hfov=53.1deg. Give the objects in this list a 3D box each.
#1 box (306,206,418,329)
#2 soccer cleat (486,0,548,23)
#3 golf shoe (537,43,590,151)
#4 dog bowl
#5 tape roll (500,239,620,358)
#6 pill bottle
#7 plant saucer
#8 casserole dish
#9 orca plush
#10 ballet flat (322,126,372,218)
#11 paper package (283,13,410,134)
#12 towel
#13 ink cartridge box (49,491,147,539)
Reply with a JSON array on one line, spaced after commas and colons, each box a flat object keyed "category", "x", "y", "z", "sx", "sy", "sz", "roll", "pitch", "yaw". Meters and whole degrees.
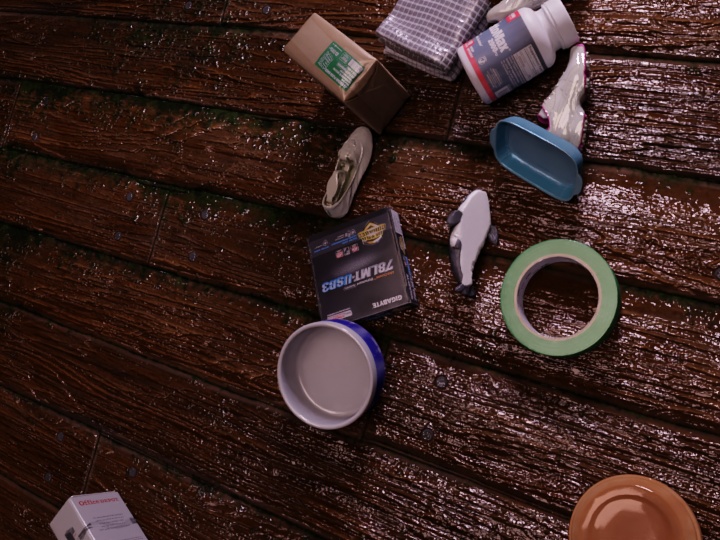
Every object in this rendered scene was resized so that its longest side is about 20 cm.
[{"category": "box", "x": 0.000, "y": 0.000, "z": 1.431, "sx": 0.198, "sy": 0.050, "sz": 0.200, "roll": -18, "pitch": 71, "yaw": 23}, {"category": "soccer cleat", "x": 0.327, "y": -0.527, "z": 1.356, "sx": 0.198, "sy": 0.069, "sz": 0.078, "roll": -20, "pitch": 99, "yaw": 16}, {"category": "golf shoe", "x": 0.365, "y": -0.309, "z": 1.290, "sx": 0.091, "sy": 0.075, "sz": 0.202, "roll": 4, "pitch": 80, "yaw": 21}, {"category": "dog bowl", "x": -0.055, "y": 0.195, "z": 1.375, "sx": 0.198, "sy": 0.079, "sz": 0.202, "roll": 1, "pitch": 93, "yaw": 21}, {"category": "tape roll", "x": 0.344, "y": 0.049, "z": 1.246, "sx": 0.199, "sy": 0.048, "sz": 0.203, "roll": -6, "pitch": 77, "yaw": 25}, {"category": "pill bottle", "x": 0.291, "y": -0.409, "z": 1.326, "sx": 0.199, "sy": 0.119, "sz": 0.120, "roll": -29, "pitch": 68, "yaw": 18}, {"category": "plant saucer", "x": 0.418, "y": 0.414, "z": 1.110, "sx": 0.199, "sy": 0.037, "sz": 0.202, "roll": -16, "pitch": 56, "yaw": 25}, {"category": "casserole dish", "x": 0.318, "y": -0.204, "z": 1.280, "sx": 0.039, "sy": 0.122, "sz": 0.200, "roll": -41, "pitch": 59, "yaw": -20}, {"category": "orca plush", "x": 0.199, "y": -0.047, "z": 1.346, "sx": 0.104, "sy": 0.071, "sz": 0.202, "roll": 0, "pitch": 81, "yaw": -19}, {"category": "ballet flat", "x": -0.028, "y": -0.206, "z": 1.477, "sx": 0.069, "sy": 0.069, "sz": 0.202, "roll": 18, "pitch": 88, "yaw": 28}, {"category": "paper package", "x": -0.026, "y": -0.393, "z": 1.442, "sx": 0.200, "sy": 0.190, "sz": 0.104, "roll": 45, "pitch": 101, "yaw": 25}, {"category": "towel", "x": 0.143, "y": -0.490, "z": 1.437, "sx": 0.199, "sy": 0.085, "sz": 0.167, "roll": 32, "pitch": 94, "yaw": 28}, {"category": "ink cartridge box", "x": -0.542, "y": 0.578, "z": 1.531, "sx": 0.084, "sy": 0.144, "sz": 0.200, "roll": -49, "pitch": 63, "yaw": 9}]
